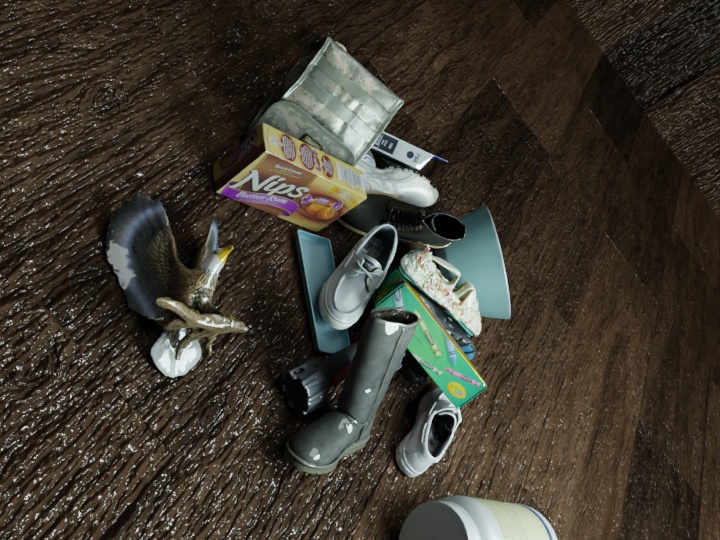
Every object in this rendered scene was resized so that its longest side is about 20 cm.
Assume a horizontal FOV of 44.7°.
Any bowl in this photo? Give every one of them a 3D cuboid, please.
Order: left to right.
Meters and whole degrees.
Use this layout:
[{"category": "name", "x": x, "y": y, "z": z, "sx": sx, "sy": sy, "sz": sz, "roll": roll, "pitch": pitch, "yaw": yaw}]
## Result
[{"category": "bowl", "x": 0.186, "y": -0.003, "z": 1.517, "sx": 0.201, "sy": 0.105, "sz": 0.201, "roll": -13, "pitch": 90, "yaw": -88}]

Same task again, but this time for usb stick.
[{"category": "usb stick", "x": 0.039, "y": 0.092, "z": 1.364, "sx": 0.200, "sy": 0.033, "sz": 0.055, "roll": 51, "pitch": 36, "yaw": -9}]

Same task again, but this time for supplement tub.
[{"category": "supplement tub", "x": 0.161, "y": 0.384, "z": 1.191, "sx": 0.200, "sy": 0.145, "sz": 0.145, "roll": 21, "pitch": 49, "yaw": -42}]

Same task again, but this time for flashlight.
[{"category": "flashlight", "x": -0.021, "y": 0.142, "z": 1.213, "sx": 0.068, "sy": 0.068, "sz": 0.200, "roll": 34, "pitch": 36, "yaw": 26}]

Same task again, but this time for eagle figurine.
[{"category": "eagle figurine", "x": -0.211, "y": 0.012, "z": 1.062, "sx": 0.200, "sy": 0.151, "sz": 0.152, "roll": 50, "pitch": -23, "yaw": 43}]

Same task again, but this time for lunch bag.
[{"category": "lunch bag", "x": -0.062, "y": -0.234, "z": 1.365, "sx": 0.164, "sy": 0.200, "sz": 0.118, "roll": 38, "pitch": -4, "yaw": -20}]

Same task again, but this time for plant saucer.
[{"category": "plant saucer", "x": -0.058, "y": 0.035, "z": 1.300, "sx": 0.070, "sy": 0.019, "sz": 0.200, "roll": 17, "pitch": 51, "yaw": -44}]

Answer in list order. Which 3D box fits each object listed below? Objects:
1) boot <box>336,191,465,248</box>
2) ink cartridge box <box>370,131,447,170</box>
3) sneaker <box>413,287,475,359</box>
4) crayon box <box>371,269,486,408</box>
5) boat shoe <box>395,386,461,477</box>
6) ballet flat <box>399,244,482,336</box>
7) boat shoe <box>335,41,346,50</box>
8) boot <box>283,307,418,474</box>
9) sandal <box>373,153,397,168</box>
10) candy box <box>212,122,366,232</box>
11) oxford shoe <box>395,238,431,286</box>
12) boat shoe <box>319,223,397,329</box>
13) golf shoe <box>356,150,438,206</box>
[{"category": "boot", "x": 0.064, "y": -0.086, "z": 1.382, "sx": 0.200, "sy": 0.138, "sz": 0.078, "roll": 9, "pitch": 89, "yaw": -7}, {"category": "ink cartridge box", "x": 0.045, "y": -0.214, "z": 1.507, "sx": 0.200, "sy": 0.039, "sz": 0.099, "roll": 22, "pitch": 3, "yaw": -14}, {"category": "sneaker", "x": 0.106, "y": 0.080, "z": 1.439, "sx": 0.200, "sy": 0.073, "sz": 0.082, "roll": 42, "pitch": 20, "yaw": -30}, {"category": "crayon box", "x": 0.099, "y": 0.100, "z": 1.310, "sx": 0.200, "sy": 0.058, "sz": 0.119, "roll": 51, "pitch": 4, "yaw": -10}, {"category": "boat shoe", "x": 0.117, "y": 0.231, "z": 1.321, "sx": 0.072, "sy": 0.068, "sz": 0.200, "roll": 57, "pitch": 35, "yaw": -2}, {"category": "ballet flat", "x": 0.145, "y": 0.032, "z": 1.405, "sx": 0.200, "sy": 0.064, "sz": 0.076, "roll": 41, "pitch": 15, "yaw": -29}, {"category": "boat shoe", "x": -0.050, "y": -0.376, "z": 1.574, "sx": 0.071, "sy": 0.069, "sz": 0.200, "roll": 46, "pitch": 29, "yaw": -13}, {"category": "boot", "x": -0.007, "y": 0.149, "z": 1.119, "sx": 0.073, "sy": 0.200, "sz": 0.182, "roll": 34, "pitch": 22, "yaw": 18}, {"category": "sandal", "x": 0.004, "y": -0.262, "z": 1.577, "sx": 0.200, "sy": 0.048, "sz": 0.075, "roll": 37, "pitch": 38, "yaw": -26}, {"category": "candy box", "x": -0.101, "y": -0.132, "z": 1.287, "sx": 0.200, "sy": 0.117, "sz": 0.057, "roll": 20, "pitch": 50, "yaw": -43}, {"category": "oxford shoe", "x": 0.076, "y": -0.039, "z": 1.492, "sx": 0.084, "sy": 0.073, "sz": 0.200, "roll": 28, "pitch": 39, "yaw": -13}, {"category": "boat shoe", "x": 0.001, "y": 0.000, "z": 1.302, "sx": 0.070, "sy": 0.072, "sz": 0.201, "roll": 34, "pitch": 47, "yaw": -5}, {"category": "golf shoe", "x": 0.034, "y": -0.135, "z": 1.489, "sx": 0.200, "sy": 0.078, "sz": 0.097, "roll": 21, "pitch": 64, "yaw": -14}]
